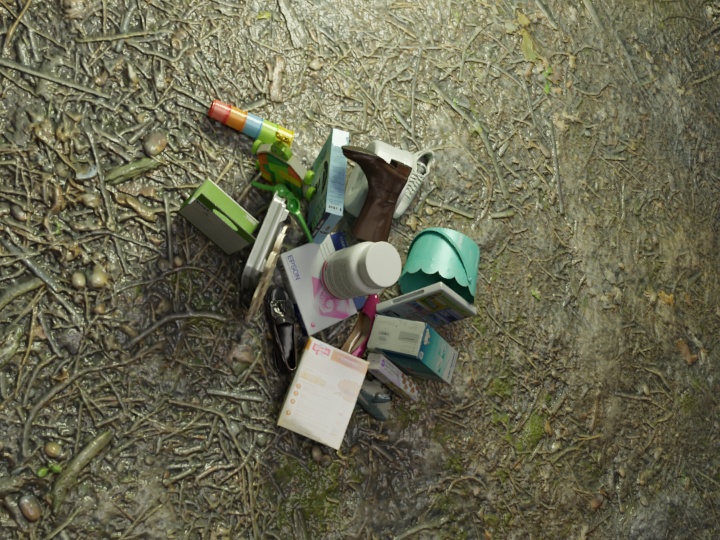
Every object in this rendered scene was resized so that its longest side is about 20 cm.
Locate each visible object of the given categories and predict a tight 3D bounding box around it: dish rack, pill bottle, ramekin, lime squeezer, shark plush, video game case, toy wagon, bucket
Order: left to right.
[{"bbox_3d":[-0.204,-0.054,1.390,0.042,0.172,0.205,22,73,-5],"label":"dish rack"},{"bbox_3d":[-0.172,-0.229,1.414,0.153,0.201,0.040,31,71,11],"label":"toy wagon"},{"bbox_3d":[-0.169,-0.148,1.438,0.200,0.071,0.038,44,35,6],"label":"lime squeezer"},{"bbox_3d":[-0.008,0.306,1.524,0.195,0.091,0.085,15,107,-32],"label":"shark plush"},{"bbox_3d":[0.000,0.000,1.442,0.110,0.198,0.117,5,80,-30],"label":"pill bottle"},{"bbox_3d":[0.037,-0.210,1.541,0.096,0.200,0.206,23,73,-17],"label":"ramekin"},{"bbox_3d":[0.161,0.094,1.544,0.199,0.178,0.023,32,46,-49],"label":"video game case"},{"bbox_3d":[0.202,-0.002,1.609,0.204,0.206,0.138,31,61,-22],"label":"bucket"}]

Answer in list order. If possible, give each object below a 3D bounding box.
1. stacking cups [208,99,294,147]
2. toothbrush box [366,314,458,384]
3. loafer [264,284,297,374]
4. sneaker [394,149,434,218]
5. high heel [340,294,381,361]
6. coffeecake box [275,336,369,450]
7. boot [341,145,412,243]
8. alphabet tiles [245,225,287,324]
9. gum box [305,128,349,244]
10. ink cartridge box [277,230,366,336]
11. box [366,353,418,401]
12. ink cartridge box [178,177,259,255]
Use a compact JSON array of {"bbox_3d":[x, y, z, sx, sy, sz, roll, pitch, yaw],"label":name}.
[{"bbox_3d":[-0.252,-0.329,1.471,0.195,0.060,0.062,19,75,-22],"label":"stacking cups"},{"bbox_3d":[0.126,0.189,1.527,0.200,0.143,0.088,41,63,-51],"label":"toothbrush box"},{"bbox_3d":[-0.170,0.132,1.450,0.070,0.063,0.207,-6,87,-28],"label":"loafer"},{"bbox_3d":[0.125,-0.228,1.657,0.076,0.080,0.204,34,70,-23],"label":"sneaker"},{"bbox_3d":[-0.011,0.150,1.532,0.094,0.067,0.206,13,95,-38],"label":"high heel"},{"bbox_3d":[-0.085,0.274,1.443,0.150,0.073,0.205,23,79,-8],"label":"coffeecake box"},{"bbox_3d":[0.009,-0.156,1.410,0.182,0.064,0.205,15,107,-24],"label":"boot"},{"bbox_3d":[-0.198,0.010,1.367,0.014,0.201,0.199,21,55,-4],"label":"alphabet tiles"},{"bbox_3d":[-0.076,-0.188,1.463,0.043,0.170,0.206,11,68,-17],"label":"gum box"},{"bbox_3d":[-0.082,0.025,1.528,0.196,0.043,0.202,-24,95,-29],"label":"ink cartridge box"},{"bbox_3d":[0.079,0.259,1.547,0.200,0.040,0.040,46,52,-45],"label":"box"},{"bbox_3d":[-0.282,-0.118,1.337,0.147,0.198,0.077,42,66,-18],"label":"ink cartridge box"}]
